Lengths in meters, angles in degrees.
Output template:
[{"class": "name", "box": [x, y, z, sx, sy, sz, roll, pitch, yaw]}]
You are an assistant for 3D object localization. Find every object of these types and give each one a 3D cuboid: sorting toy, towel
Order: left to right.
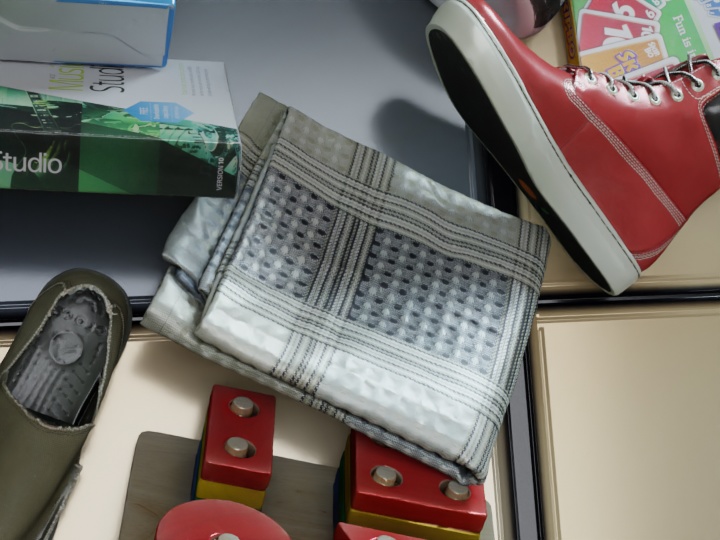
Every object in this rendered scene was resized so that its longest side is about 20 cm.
[{"class": "sorting toy", "box": [-0.020, 0.142, 0.912, 0.199, 0.199, 0.070, 12, 119, -7]}, {"class": "towel", "box": [0.000, 0.000, 0.979, 0.199, 0.035, 0.193, 25, 47, -3]}]

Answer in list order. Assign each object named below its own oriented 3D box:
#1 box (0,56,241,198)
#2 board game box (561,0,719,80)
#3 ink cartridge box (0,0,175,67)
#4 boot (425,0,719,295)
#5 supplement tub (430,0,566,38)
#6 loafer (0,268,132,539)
[{"class": "box", "box": [-0.166, -0.081, 0.959, 0.199, 0.144, 0.037, 1, 112, -9]}, {"class": "board game box", "box": [0.221, -0.134, 1.089, 0.199, 0.030, 0.096, -5, 81, -12]}, {"class": "ink cartridge box", "box": [-0.159, -0.216, 1.008, 0.115, 0.068, 0.201, 3, 65, -9]}, {"class": "boot", "box": [0.136, -0.103, 1.010, 0.144, 0.072, 0.200, -42, 117, -4]}, {"class": "supplement tub", "box": [0.109, -0.241, 1.040, 0.122, 0.123, 0.200, 38, 76, -1]}, {"class": "loafer", "box": [-0.179, 0.087, 0.960, 0.075, 0.070, 0.201, 21, 77, -5]}]
